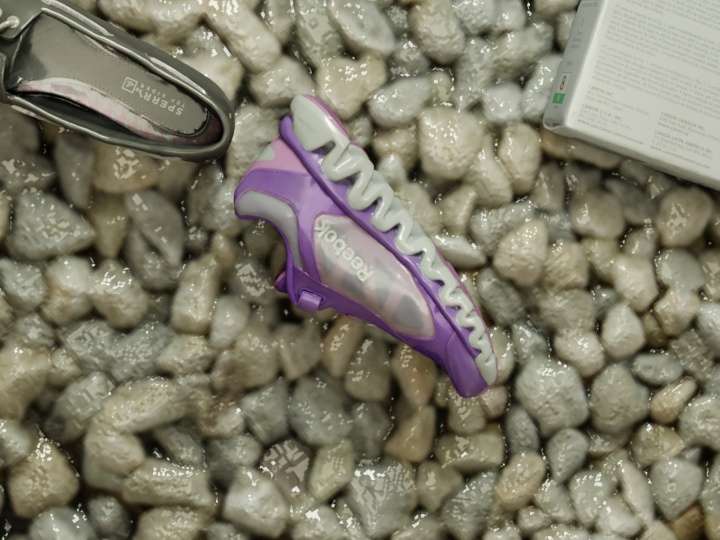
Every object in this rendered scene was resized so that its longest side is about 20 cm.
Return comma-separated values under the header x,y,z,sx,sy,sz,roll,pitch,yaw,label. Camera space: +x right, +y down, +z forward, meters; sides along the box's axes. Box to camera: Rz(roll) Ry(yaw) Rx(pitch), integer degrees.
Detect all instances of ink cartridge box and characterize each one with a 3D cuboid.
x,y,z,sx,sy,sz,roll,pitch,yaw,label
0.214,-0.154,1.008,0.160,0.050,0.201,18,91,-15,ink cartridge box

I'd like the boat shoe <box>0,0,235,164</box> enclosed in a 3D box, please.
x,y,z,sx,sy,sz,roll,pitch,yaw,label
-0.158,-0.111,0.918,0.199,0.057,0.067,21,94,-16,boat shoe

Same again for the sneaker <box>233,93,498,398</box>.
x,y,z,sx,sy,sz,roll,pitch,yaw,label
0.000,0.000,0.969,0.088,0.081,0.200,-38,101,2,sneaker
